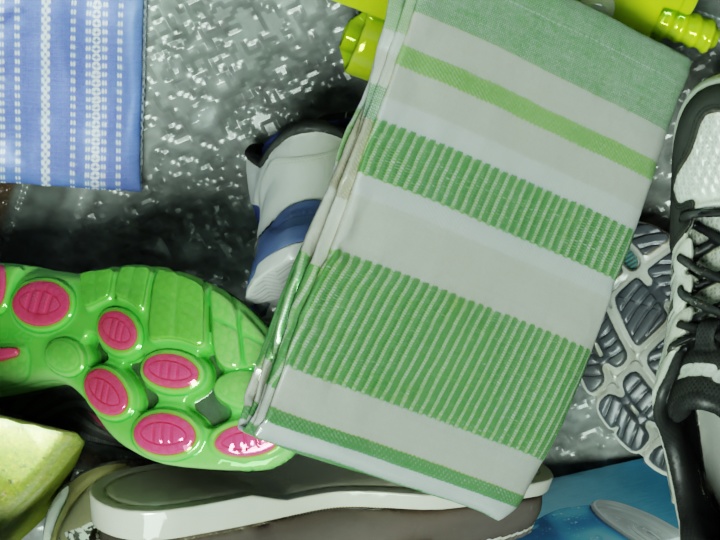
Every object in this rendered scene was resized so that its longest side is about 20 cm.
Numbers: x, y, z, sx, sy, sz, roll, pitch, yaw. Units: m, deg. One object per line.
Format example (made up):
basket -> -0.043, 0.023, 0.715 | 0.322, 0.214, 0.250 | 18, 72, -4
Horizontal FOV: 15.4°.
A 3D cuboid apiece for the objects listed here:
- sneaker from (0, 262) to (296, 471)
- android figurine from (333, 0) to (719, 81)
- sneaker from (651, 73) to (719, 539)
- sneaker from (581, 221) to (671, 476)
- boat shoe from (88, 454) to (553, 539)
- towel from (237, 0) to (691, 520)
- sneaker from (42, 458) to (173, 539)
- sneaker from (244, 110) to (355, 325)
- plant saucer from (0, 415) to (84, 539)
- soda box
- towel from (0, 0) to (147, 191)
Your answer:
sneaker -> -0.089, 0.037, 1.076 | 0.084, 0.200, 0.077 | 21, 85, -48
android figurine -> 0.060, -0.146, 1.059 | 0.200, 0.041, 0.182 | 21, 116, -8
sneaker -> 0.153, 0.024, 1.047 | 0.076, 0.088, 0.200 | -2, 100, 31
sneaker -> 0.158, 0.066, 1.150 | 0.077, 0.080, 0.200 | -37, 94, 9
boat shoe -> -0.015, 0.108, 1.078 | 0.200, 0.072, 0.060 | -5, 105, -27
towel -> 0.042, -0.013, 1.023 | 0.152, 0.023, 0.200 | 22, 86, -37
sneaker -> -0.101, 0.168, 1.120 | 0.077, 0.089, 0.200 | 5, 125, -17
sneaker -> 0.000, 0.000, 1.117 | 0.080, 0.115, 0.199 | -8, 147, 7
plant saucer -> -0.221, 0.082, 1.104 | 0.200, 0.200, 0.048 | 13, 77, -6
soda box -> 0.056, 0.141, 1.153 | 0.200, 0.068, 0.064 | -11, 119, -21
towel -> -0.188, -0.101, 1.096 | 0.200, 0.024, 0.145 | 3, 119, -1
